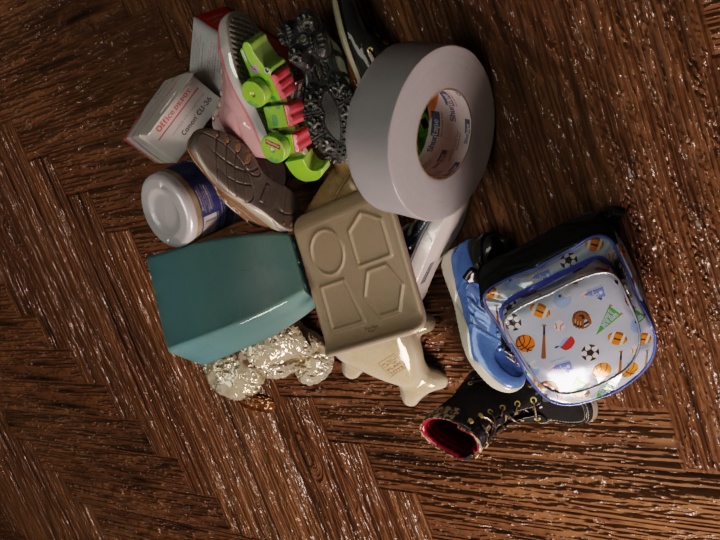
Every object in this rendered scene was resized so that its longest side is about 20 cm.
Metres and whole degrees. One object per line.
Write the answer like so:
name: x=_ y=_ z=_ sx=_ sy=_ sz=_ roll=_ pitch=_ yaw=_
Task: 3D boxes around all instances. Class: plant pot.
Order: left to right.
plant pot: x=-0.169 y=0.030 z=1.495 sx=0.200 sy=0.141 sz=0.142 roll=-18 pitch=74 yaw=8

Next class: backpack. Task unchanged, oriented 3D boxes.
backpack: x=0.246 y=0.056 z=1.207 sx=0.200 sy=0.154 sz=0.191 roll=-25 pitch=116 yaw=19

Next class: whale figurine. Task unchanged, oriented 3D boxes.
whale figurine: x=0.041 y=0.100 z=1.512 sx=0.159 sy=0.104 sz=0.200 roll=-35 pitch=112 yaw=19

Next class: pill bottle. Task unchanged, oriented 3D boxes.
pill bottle: x=-0.205 y=-0.117 z=1.524 sx=0.111 sy=0.200 sz=0.111 roll=23 pitch=127 yaw=35

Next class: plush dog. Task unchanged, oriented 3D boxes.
plush dog: x=-0.164 y=0.126 z=1.632 sx=0.172 sy=0.160 sz=0.200 roll=-43 pitch=80 yaw=8

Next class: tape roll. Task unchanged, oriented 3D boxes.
tape roll: x=0.072 y=-0.160 z=1.221 sx=0.066 sy=0.200 sz=0.201 roll=14 pitch=124 yaw=39

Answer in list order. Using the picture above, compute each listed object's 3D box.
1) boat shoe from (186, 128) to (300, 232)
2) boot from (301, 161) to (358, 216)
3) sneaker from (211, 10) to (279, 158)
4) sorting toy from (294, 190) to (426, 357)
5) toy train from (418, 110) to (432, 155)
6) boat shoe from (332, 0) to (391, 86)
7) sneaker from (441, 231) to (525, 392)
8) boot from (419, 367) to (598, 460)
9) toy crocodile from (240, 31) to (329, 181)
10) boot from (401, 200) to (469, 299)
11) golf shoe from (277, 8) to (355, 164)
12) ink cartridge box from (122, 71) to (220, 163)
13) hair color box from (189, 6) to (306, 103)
boat shoe: x=-0.167 y=-0.114 z=1.434 sx=0.072 sy=0.076 sz=0.200 roll=-6 pitch=140 yaw=43
boot: x=-0.045 y=-0.118 z=1.454 sx=0.175 sy=0.066 sz=0.200 roll=51 pitch=137 yaw=18
sneaker: x=-0.166 y=-0.240 z=1.410 sx=0.104 sy=0.075 sz=0.201 roll=0 pitch=120 yaw=39
sorting toy: x=0.000 y=0.000 z=1.392 sx=0.185 sy=0.036 sz=0.201 roll=-19 pitch=80 yaw=43
toy train: x=0.062 y=-0.167 z=1.297 sx=0.042 sy=0.056 sz=0.200 roll=52 pitch=173 yaw=47
boat shoe: x=0.013 y=-0.265 z=1.325 sx=0.063 sy=0.074 sz=0.202 roll=-19 pitch=93 yaw=6
sneaker: x=0.178 y=0.049 z=1.327 sx=0.111 sy=0.077 sz=0.200 roll=-33 pitch=72 yaw=54
boot: x=0.188 y=0.187 z=1.364 sx=0.200 sy=0.150 sz=0.073 roll=13 pitch=123 yaw=40
toy crocodile: x=-0.099 y=-0.207 z=1.361 sx=0.062 sy=0.067 sz=0.200 roll=-3 pitch=115 yaw=38
boot: x=0.063 y=-0.038 z=1.383 sx=0.090 sy=0.073 sz=0.200 roll=37 pitch=116 yaw=22
golf shoe: x=-0.035 y=-0.235 z=1.357 sx=0.078 sy=0.094 sz=0.201 roll=-16 pitch=88 yaw=22
ink cartridge box: x=-0.270 y=-0.218 z=1.529 sx=0.067 sy=0.117 sz=0.200 roll=37 pitch=172 yaw=-20
hair color box: x=-0.148 y=-0.275 z=1.477 sx=0.200 sy=0.061 sz=0.102 roll=37 pitch=136 yaw=24
